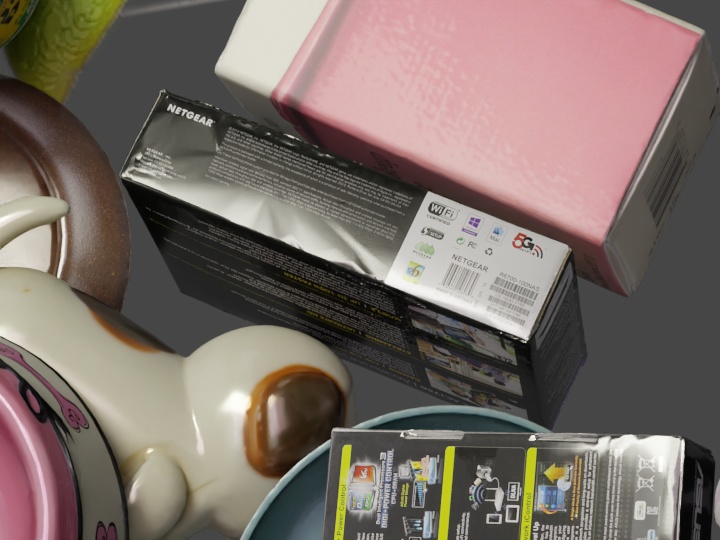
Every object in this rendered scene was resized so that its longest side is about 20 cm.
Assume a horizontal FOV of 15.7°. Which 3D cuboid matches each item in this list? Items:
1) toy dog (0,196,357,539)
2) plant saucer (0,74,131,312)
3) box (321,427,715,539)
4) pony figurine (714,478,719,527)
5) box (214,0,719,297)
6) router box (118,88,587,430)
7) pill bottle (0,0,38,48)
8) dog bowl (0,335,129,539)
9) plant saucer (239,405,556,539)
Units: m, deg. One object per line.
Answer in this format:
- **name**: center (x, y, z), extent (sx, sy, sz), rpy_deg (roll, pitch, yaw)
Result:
- **toy dog**: center (-0.100, 0.070, 1.204), extent (0.200, 0.140, 0.194), rpy_deg (6, 86, -1)
- **plant saucer**: center (-0.214, -0.008, 1.292), extent (0.200, 0.032, 0.201), rpy_deg (-3, 76, 10)
- **box**: center (0.058, 0.166, 1.067), extent (0.160, 0.044, 0.200), rpy_deg (-1, 76, 26)
- **pony figurine**: center (0.208, 0.134, 1.110), extent (0.166, 0.200, 0.193), rpy_deg (36, 73, 16)
- **box**: center (0.053, -0.084, 1.205), extent (0.200, 0.128, 0.109), rpy_deg (25, 84, 16)
- **router box**: center (0.000, 0.000, 1.184), extent (0.200, 0.149, 0.051), rpy_deg (22, 73, 14)
- **pill bottle**: center (-0.216, -0.149, 1.224), extent (0.113, 0.200, 0.113), rpy_deg (0, 95, 2)
- **dog bowl**: center (-0.201, 0.111, 1.090), extent (0.200, 0.074, 0.201), rpy_deg (-1, 79, 5)
- **plant saucer**: center (0.033, 0.156, 1.172), extent (0.200, 0.036, 0.200), rpy_deg (-1, 97, -10)
